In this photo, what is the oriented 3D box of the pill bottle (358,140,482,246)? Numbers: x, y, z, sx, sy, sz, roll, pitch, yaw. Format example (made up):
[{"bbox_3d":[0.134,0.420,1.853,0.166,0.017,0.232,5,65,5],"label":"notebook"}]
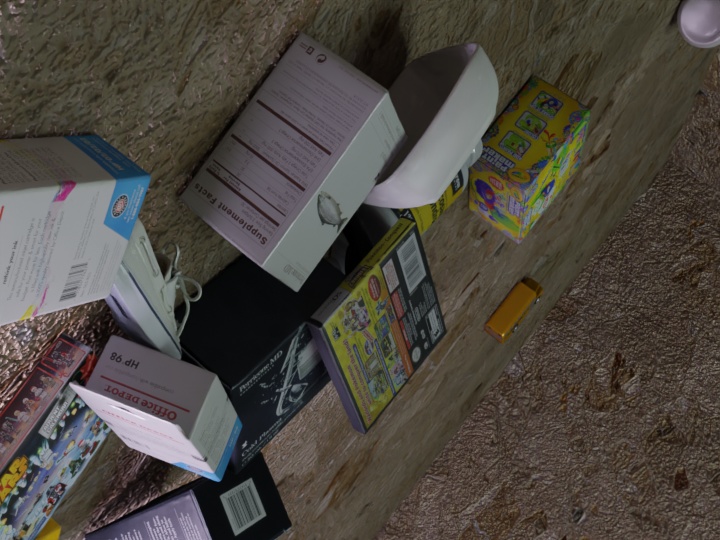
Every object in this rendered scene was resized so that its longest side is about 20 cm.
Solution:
[{"bbox_3d":[0.074,-0.119,1.153,0.200,0.111,0.113,-46,159,-23],"label":"pill bottle"}]

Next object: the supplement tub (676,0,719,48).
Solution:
[{"bbox_3d":[0.876,-0.640,2.137,0.199,0.143,0.146,-34,152,-44],"label":"supplement tub"}]

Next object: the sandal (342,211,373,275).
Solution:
[{"bbox_3d":[-0.001,-0.001,1.107,0.047,0.204,0.075,-28,-169,-12],"label":"sandal"}]

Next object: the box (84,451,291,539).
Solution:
[{"bbox_3d":[-0.213,0.325,1.079,0.198,0.109,0.148,-28,174,28],"label":"box"}]

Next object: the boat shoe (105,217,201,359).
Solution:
[{"bbox_3d":[-0.195,0.013,0.817,0.086,0.074,0.204,-49,150,-23],"label":"boat shoe"}]

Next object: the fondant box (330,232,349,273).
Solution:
[{"bbox_3d":[0.012,-0.002,1.277,0.144,0.058,0.202,-39,154,-37],"label":"fondant box"}]

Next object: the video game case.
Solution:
[{"bbox_3d":[0.027,0.068,1.039,0.181,0.025,0.202,-47,139,-26],"label":"video game case"}]

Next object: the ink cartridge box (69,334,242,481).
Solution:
[{"bbox_3d":[-0.189,0.131,0.838,0.201,0.113,0.068,87,23,-63],"label":"ink cartridge box"}]

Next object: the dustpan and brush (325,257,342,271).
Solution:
[{"bbox_3d":[-0.049,0.014,1.115,0.056,0.141,0.203,-15,133,-6],"label":"dustpan and brush"}]

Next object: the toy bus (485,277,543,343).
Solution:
[{"bbox_3d":[0.425,0.103,2.393,0.201,0.065,0.079,-49,158,-16],"label":"toy bus"}]

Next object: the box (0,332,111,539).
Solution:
[{"bbox_3d":[-0.302,0.176,0.800,0.202,0.039,0.138,-59,164,-27],"label":"box"}]

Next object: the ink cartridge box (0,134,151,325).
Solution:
[{"bbox_3d":[-0.252,-0.026,0.610,0.199,0.067,0.117,-19,140,-60],"label":"ink cartridge box"}]

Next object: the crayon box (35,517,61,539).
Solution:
[{"bbox_3d":[-0.402,0.352,0.877,0.172,0.058,0.203,-25,144,-54],"label":"crayon box"}]

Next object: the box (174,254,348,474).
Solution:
[{"bbox_3d":[-0.122,0.095,1.030,0.200,0.123,0.199,-42,155,-31],"label":"box"}]

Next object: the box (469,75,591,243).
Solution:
[{"bbox_3d":[0.294,-0.191,1.534,0.193,0.121,0.201,-50,160,-14],"label":"box"}]

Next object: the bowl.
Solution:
[{"bbox_3d":[0.067,-0.150,0.981,0.202,0.074,0.199,-55,-159,-8],"label":"bowl"}]

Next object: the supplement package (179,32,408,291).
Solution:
[{"bbox_3d":[-0.061,-0.103,0.860,0.202,0.116,0.117,-54,162,-2],"label":"supplement package"}]
